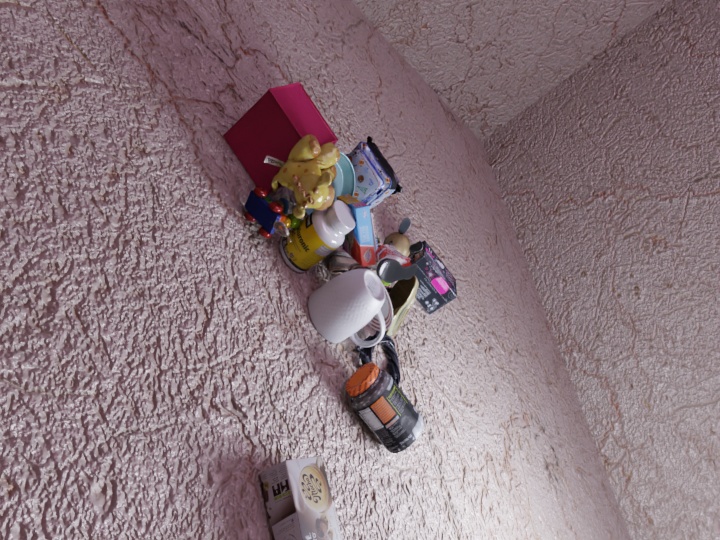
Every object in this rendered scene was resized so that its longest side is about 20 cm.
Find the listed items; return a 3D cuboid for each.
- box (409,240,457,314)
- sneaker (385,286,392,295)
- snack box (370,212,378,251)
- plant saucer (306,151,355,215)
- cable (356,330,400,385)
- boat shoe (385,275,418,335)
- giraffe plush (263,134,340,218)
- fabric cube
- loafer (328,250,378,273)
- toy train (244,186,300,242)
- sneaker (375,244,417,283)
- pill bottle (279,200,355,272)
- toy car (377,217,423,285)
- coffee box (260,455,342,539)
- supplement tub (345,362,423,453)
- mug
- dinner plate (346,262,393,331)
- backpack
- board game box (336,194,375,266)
[{"bbox_3d":[0.232,0.025,1.931,0.201,0.130,0.116,48,26,-18],"label":"box"},{"bbox_3d":[0.050,0.066,1.638,0.198,0.094,0.081,31,39,-38],"label":"sneaker"},{"bbox_3d":[0.019,-0.067,1.683,0.024,0.069,0.208,14,66,-68],"label":"snack box"},{"bbox_3d":[-0.098,-0.237,1.548,0.035,0.206,0.197,23,0,44],"label":"plant saucer"},{"bbox_3d":[0.065,0.253,1.529,0.167,0.050,0.199,61,28,4],"label":"cable"},{"bbox_3d":[0.118,0.103,1.611,0.062,0.206,0.073,10,21,-44],"label":"boat shoe"},{"bbox_3d":[-0.121,-0.216,1.344,0.194,0.176,0.164,-6,43,-31],"label":"giraffe plush"},{"bbox_3d":[-0.214,-0.364,1.514,0.199,0.197,0.200,53,29,-5],"label":"fabric cube"},{"bbox_3d":[0.000,0.000,1.599,0.193,0.072,0.065,14,59,-10],"label":"loafer"},{"bbox_3d":[-0.191,-0.121,1.361,0.199,0.086,0.114,43,25,30],"label":"toy train"},{"bbox_3d":[0.069,-0.023,1.508,0.107,0.069,0.199,34,18,28],"label":"sneaker"},{"bbox_3d":[-0.108,-0.091,1.421,0.111,0.198,0.114,37,33,-31],"label":"pill bottle"},{"bbox_3d":[0.100,-0.065,1.732,0.168,0.198,0.157,60,29,6],"label":"toy car"},{"bbox_3d":[-0.106,0.463,1.023,0.112,0.079,0.206,18,48,-51],"label":"coffee box"},{"bbox_3d":[0.057,0.336,1.363,0.202,0.121,0.123,53,29,-11],"label":"supplement tub"},{"bbox_3d":[-0.013,0.102,1.416,0.204,0.173,0.147,57,29,-1],"label":"mug"},{"bbox_3d":[0.028,0.070,1.509,0.024,0.199,0.204,-28,87,-30],"label":"dinner plate"},{"bbox_3d":[-0.001,-0.268,1.672,0.203,0.189,0.153,57,32,10],"label":"backpack"},{"bbox_3d":[-0.014,-0.113,1.499,0.200,0.039,0.159,-138,-141,-68],"label":"board game box"}]
